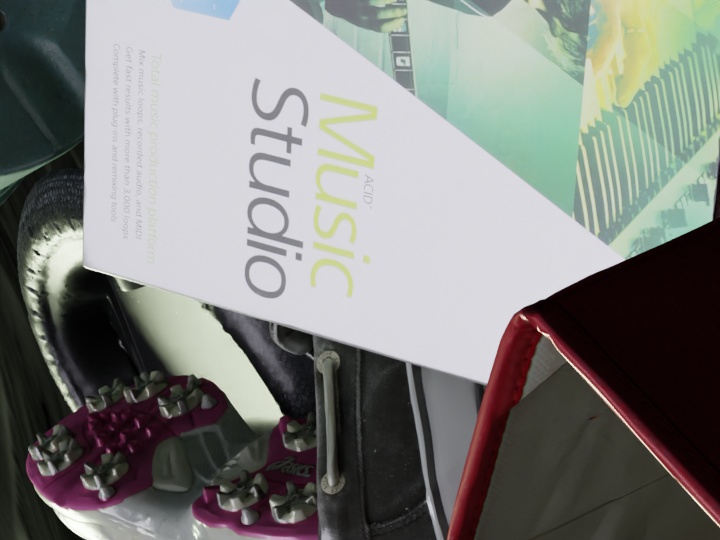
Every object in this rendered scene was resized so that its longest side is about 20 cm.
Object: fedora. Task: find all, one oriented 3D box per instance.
[{"bbox_3d":[-0.039,0.025,1.015,0.200,0.091,0.201,38,147,31],"label":"fedora"}]

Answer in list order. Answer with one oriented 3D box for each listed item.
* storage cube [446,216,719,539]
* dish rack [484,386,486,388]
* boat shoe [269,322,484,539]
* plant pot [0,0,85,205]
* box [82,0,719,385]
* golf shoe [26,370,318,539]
[{"bbox_3d":[0.134,0.090,0.551,0.200,0.179,0.171,48,144,28],"label":"storage cube"},{"bbox_3d":[0.055,0.105,0.886,0.200,0.054,0.154,-130,44,-68],"label":"dish rack"},{"bbox_3d":[0.000,0.000,0.837,0.071,0.063,0.201,73,-173,-54],"label":"boat shoe"},{"bbox_3d":[-0.177,-0.101,1.028,0.201,0.200,0.196,65,157,-10],"label":"plant pot"},{"bbox_3d":[0.014,-0.047,0.723,0.199,0.036,0.145,15,115,27],"label":"box"},{"bbox_3d":[-0.045,0.091,0.917,0.200,0.075,0.092,13,134,54],"label":"golf shoe"}]
